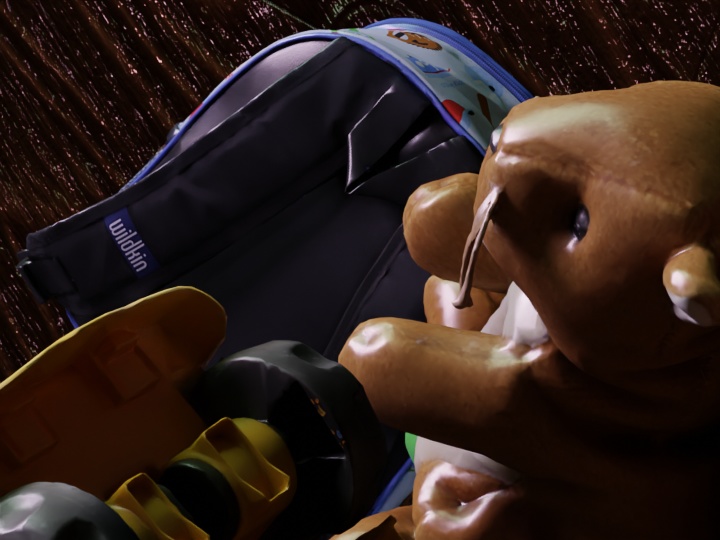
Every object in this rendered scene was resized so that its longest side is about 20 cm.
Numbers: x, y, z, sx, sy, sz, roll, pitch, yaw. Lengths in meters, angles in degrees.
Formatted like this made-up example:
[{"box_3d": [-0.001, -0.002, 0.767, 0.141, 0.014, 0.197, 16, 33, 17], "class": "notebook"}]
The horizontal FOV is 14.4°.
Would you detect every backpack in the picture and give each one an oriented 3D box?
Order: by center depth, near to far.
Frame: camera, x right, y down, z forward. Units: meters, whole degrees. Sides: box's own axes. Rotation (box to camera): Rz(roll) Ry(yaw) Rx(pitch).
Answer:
[{"box_3d": [0.000, 0.000, 1.112, 0.191, 0.200, 0.154, -48, -11, 33], "class": "backpack"}]

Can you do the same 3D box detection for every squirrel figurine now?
[{"box_3d": [0.097, 0.031, 0.816, 0.142, 0.200, 0.187, -56, -9, -42], "class": "squirrel figurine"}]

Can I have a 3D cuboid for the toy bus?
[{"box_3d": [-0.054, 0.135, 0.792, 0.136, 0.200, 0.192, -32, -10, -49], "class": "toy bus"}]

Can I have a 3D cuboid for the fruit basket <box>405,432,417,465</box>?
[{"box_3d": [0.114, 0.047, 1.038, 0.215, 0.156, 0.216, -22, 30, 14], "class": "fruit basket"}]
